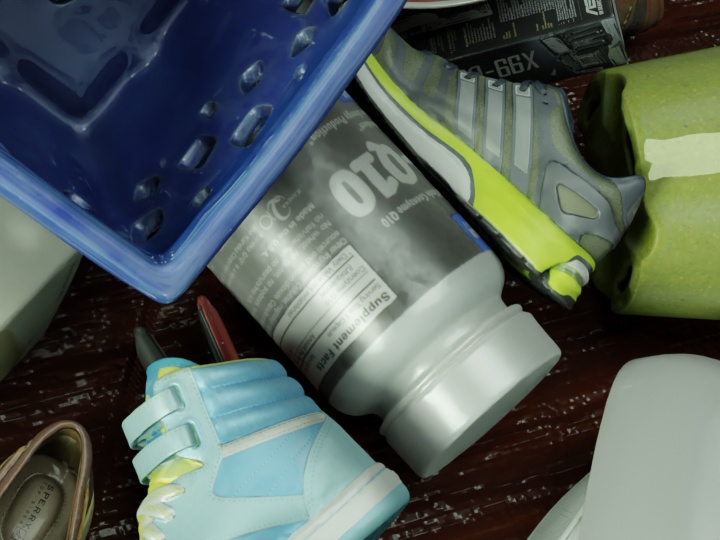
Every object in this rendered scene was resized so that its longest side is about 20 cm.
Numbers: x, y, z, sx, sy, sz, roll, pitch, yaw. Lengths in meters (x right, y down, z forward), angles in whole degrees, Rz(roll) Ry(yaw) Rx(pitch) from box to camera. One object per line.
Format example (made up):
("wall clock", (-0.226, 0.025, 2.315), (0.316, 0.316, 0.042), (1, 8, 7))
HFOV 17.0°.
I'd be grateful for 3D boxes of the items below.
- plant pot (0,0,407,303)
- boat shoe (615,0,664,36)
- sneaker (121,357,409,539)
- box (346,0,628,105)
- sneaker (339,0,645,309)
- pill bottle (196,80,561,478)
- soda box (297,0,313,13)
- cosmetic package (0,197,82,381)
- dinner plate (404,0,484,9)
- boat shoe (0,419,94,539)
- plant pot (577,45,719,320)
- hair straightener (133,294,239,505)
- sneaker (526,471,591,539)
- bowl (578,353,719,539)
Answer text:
("plant pot", (-0.122, -0.128, 1.104), (0.200, 0.180, 0.200), (38, 87, -20))
("boat shoe", (0.130, -0.225, 1.425), (0.067, 0.072, 0.201), (-1, 68, -28))
("sneaker", (-0.090, 0.119, 1.109), (0.200, 0.080, 0.131), (-36, 81, -23))
("box", (0.052, -0.188, 1.336), (0.157, 0.050, 0.201), (-14, 61, 9))
("sneaker", (0.063, -0.073, 1.233), (0.081, 0.074, 0.200), (-41, 76, -7))
("pill bottle", (0.000, 0.000, 1.211), (0.114, 0.114, 0.200), (-36, 79, -34))
("soda box", (-0.108, -0.170, 1.256), (0.200, 0.064, 0.068), (23, 33, -28))
("cosmetic package", (-0.221, 0.051, 1.102), (0.073, 0.104, 0.200), (39, 56, 3))
("dinner plate", (0.031, -0.208, 1.288), (0.199, 0.024, 0.201), (-1, 52, 1))
("boat shoe", (-0.168, 0.153, 1.080), (0.072, 0.072, 0.200), (29, 55, -3))
("plant pot", (0.218, -0.048, 1.294), (0.183, 0.201, 0.201), (-4, 62, -11))
("hair straightener", (-0.068, 0.114, 1.173), (0.077, 0.041, 0.201), (-23, 76, -10))
("sneaker", (0.117, 0.181, 1.183), (0.099, 0.071, 0.200), (36, 58, -4))
("bowl", (0.201, 0.150, 1.181), (0.200, 0.075, 0.200), (40, 46, -27))
